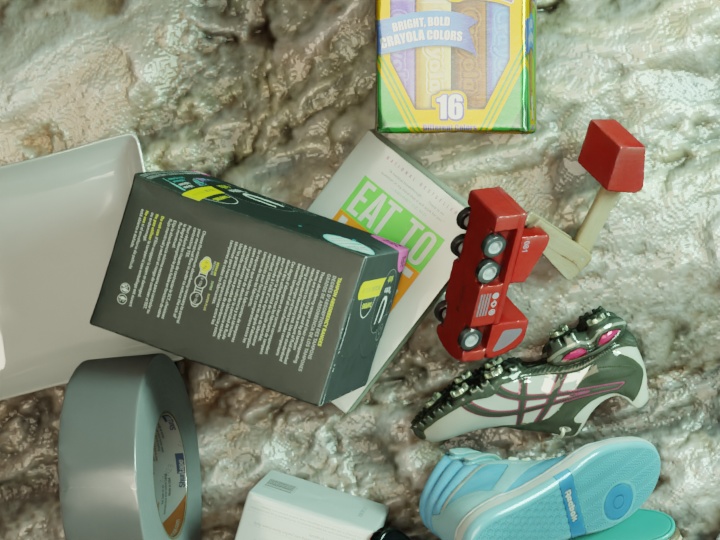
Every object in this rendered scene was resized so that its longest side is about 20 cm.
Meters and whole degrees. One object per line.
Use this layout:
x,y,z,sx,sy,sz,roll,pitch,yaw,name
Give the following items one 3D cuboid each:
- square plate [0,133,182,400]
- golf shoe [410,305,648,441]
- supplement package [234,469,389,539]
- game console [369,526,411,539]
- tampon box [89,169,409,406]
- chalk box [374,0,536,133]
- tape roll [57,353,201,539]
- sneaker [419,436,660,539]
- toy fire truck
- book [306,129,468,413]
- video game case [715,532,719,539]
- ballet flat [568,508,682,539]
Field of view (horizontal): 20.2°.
-0.261,-0.001,1.741,0.200,0.028,0.198,-13,91,9,square plate
0.139,0.107,1.662,0.200,0.077,0.088,-25,97,10,golf shoe
-0.060,0.284,1.683,0.109,0.114,0.200,17,95,6,supplement package
0.060,0.327,1.584,0.172,0.119,0.200,43,62,-33,game console
-0.084,0.010,1.617,0.200,0.150,0.126,19,98,12,tampon box
0.080,-0.210,1.625,0.124,0.124,0.200,2,95,9,chalk box
-0.185,0.169,1.652,0.066,0.200,0.200,-5,93,10,tape roll
0.137,0.171,1.667,0.200,0.131,0.080,-19,115,-25,sneaker
0.145,-0.022,1.644,0.141,0.049,0.200,-7,126,-28,toy fire truck
0.000,0.000,1.694,0.134,0.048,0.200,38,101,7,book
0.401,0.232,1.653,0.200,0.024,0.182,30,97,7,video game case
0.169,0.238,1.680,0.200,0.067,0.062,-5,121,13,ballet flat
